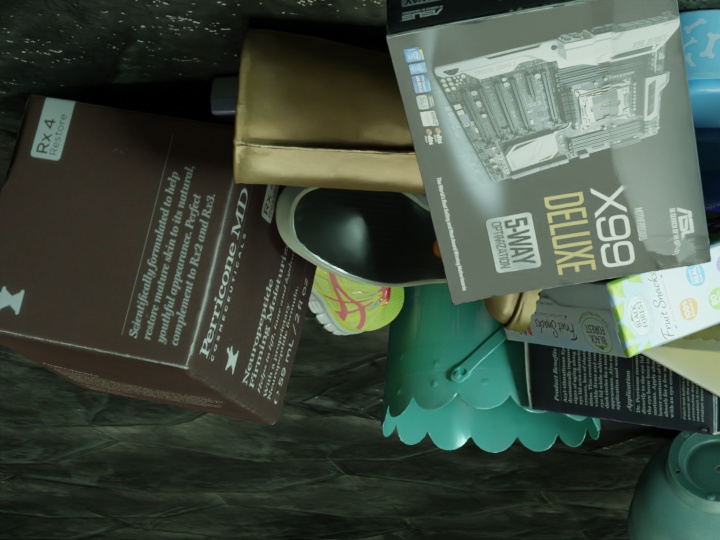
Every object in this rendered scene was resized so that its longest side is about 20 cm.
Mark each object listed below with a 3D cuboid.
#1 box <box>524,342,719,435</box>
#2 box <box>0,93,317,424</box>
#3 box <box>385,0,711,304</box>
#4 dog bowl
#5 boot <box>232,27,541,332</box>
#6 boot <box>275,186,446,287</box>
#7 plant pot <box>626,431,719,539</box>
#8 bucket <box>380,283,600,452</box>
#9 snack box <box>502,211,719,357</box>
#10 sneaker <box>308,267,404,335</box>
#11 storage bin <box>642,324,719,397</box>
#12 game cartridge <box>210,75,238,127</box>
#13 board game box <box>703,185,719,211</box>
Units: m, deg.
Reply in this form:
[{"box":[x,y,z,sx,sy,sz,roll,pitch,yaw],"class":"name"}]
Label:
[{"box":[0.249,0.059,1.608,0.147,0.105,0.199,-8,-172,-39],"class":"box"},{"box":[-0.140,-0.003,1.398,0.163,0.167,0.200,10,169,17],"class":"box"},{"box":[0.109,-0.079,1.146,0.156,0.050,0.201,-8,131,8],"class":"box"},{"box":[0.213,-0.105,1.256,0.111,0.050,0.200,0,165,5],"class":"dog bowl"},{"box":[0.020,-0.056,1.255,0.198,0.176,0.066,6,-162,-1],"class":"boot"},{"box":[0.014,-0.037,1.438,0.199,0.073,0.144,8,-169,-27],"class":"boot"},{"box":[0.411,0.259,2.346,0.199,0.201,0.135,1,138,4],"class":"plant pot"},{"box":[0.114,0.075,1.760,0.205,0.136,0.207,2,166,0],"class":"bucket"},{"box":[0.184,0.006,1.304,0.141,0.053,0.200,-20,-173,-16],"class":"snack box"},{"box":[0.000,0.000,1.614,0.090,0.079,0.200,-7,162,23],"class":"sneaker"},{"box":[0.332,0.053,1.416,0.199,0.094,0.198,29,166,-32],"class":"storage bin"},{"box":[0.013,-0.099,1.337,0.198,0.039,0.130,-2,168,14],"class":"game cartridge"},{"box":[0.186,-0.041,1.500,0.151,0.045,0.200,2,165,-3],"class":"board game box"}]
